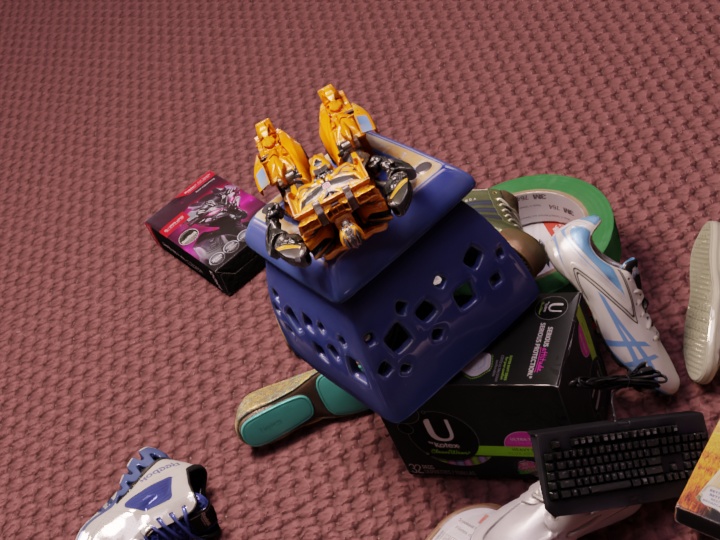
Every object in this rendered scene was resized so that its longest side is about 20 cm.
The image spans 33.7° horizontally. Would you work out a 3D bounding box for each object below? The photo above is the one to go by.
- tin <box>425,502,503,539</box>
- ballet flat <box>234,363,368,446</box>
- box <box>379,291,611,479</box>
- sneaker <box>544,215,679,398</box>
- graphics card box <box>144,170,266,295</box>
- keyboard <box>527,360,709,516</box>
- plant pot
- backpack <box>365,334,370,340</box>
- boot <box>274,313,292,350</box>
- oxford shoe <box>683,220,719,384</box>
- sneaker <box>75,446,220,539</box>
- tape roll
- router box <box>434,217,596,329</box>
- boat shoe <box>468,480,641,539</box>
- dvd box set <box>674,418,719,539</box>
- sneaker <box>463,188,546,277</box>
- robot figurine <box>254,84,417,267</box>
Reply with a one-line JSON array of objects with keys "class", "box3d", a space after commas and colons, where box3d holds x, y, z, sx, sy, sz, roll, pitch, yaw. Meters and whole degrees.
[{"class": "tin", "box3d": [0.086, 0.300, 1.096, 0.112, 0.042, 0.200, 25, 60, 38]}, {"class": "ballet flat", "box3d": [-0.049, 0.135, 1.329, 0.198, 0.071, 0.071, -22, 39, 4]}, {"class": "box", "box3d": [0.131, 0.116, 1.184, 0.198, 0.149, 0.125, -2, 44, 28]}, {"class": "sneaker", "box3d": [0.262, 0.036, 1.185, 0.072, 0.201, 0.072, -34, -1, 18]}, {"class": "graphics card box", "box3d": [-0.194, -0.055, 1.620, 0.125, 0.051, 0.200, -40, 42, -17]}, {"class": "keyboard", "box3d": [0.236, 0.147, 1.073, 0.198, 0.021, 0.128, -2, 74, -30]}, {"class": "plant pot", "box3d": [0.017, -0.010, 1.128, 0.200, 0.180, 0.200, -40, 38, -15]}, {"class": "backpack", "box3d": [0.000, 0.000, 1.351, 0.166, 0.126, 0.201, -36, 60, 30]}, {"class": "boot", "box3d": [-0.037, 0.003, 1.463, 0.143, 0.071, 0.202, -12, 45, 5]}, {"class": "oxford shoe", "box3d": [0.371, 0.032, 1.224, 0.057, 0.075, 0.201, 21, 51, -3]}, {"class": "sneaker", "box3d": [-0.216, 0.271, 1.249, 0.114, 0.081, 0.200, -1, 43, 29]}, {"class": "tape roll", "box3d": [0.185, -0.023, 1.312, 0.199, 0.048, 0.201, -14, 41, 13]}, {"class": "router box", "box3d": [0.172, 0.014, 1.355, 0.178, 0.049, 0.201, -24, 40, 1]}, {"class": "boat shoe", "box3d": [0.178, 0.212, 1.081, 0.199, 0.066, 0.074, -26, 48, -26]}, {"class": "dvd box set", "box3d": [0.390, 0.169, 1.071, 0.145, 0.030, 0.200, 21, 56, 29]}, {"class": "sneaker", "box3d": [0.140, -0.052, 1.263, 0.090, 0.067, 0.200, -42, 30, -19]}, {"class": "robot figurine", "box3d": [-0.032, -0.083, 1.046, 0.144, 0.058, 0.200, -29, 35, 3]}]
